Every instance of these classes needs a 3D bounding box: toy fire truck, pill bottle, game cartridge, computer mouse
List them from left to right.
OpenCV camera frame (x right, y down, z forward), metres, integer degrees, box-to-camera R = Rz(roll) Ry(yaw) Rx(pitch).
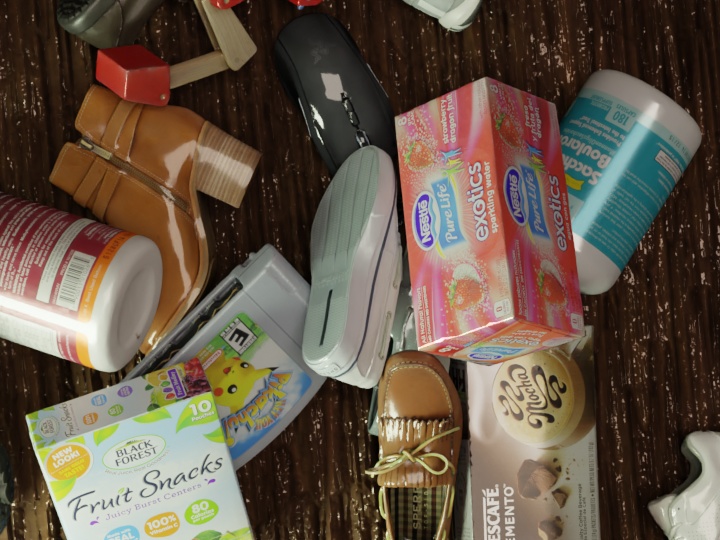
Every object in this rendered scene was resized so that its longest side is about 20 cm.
[{"bbox_3d":[-0.264,0.001,1.484,0.199,0.110,0.110,17,87,13],"label":"pill bottle"},{"bbox_3d":[-0.111,-0.211,1.535,0.199,0.049,0.142,-9,121,-37],"label":"toy fire truck"},{"bbox_3d":[-0.105,0.088,1.538,0.200,0.040,0.133,-45,131,-1],"label":"game cartridge"},{"bbox_3d":[0.019,-0.132,1.585,0.140,0.046,0.201,-21,93,-8],"label":"computer mouse"},{"bbox_3d":[0.190,-0.058,1.579,0.110,0.111,0.201,33,84,-7],"label":"pill bottle"}]

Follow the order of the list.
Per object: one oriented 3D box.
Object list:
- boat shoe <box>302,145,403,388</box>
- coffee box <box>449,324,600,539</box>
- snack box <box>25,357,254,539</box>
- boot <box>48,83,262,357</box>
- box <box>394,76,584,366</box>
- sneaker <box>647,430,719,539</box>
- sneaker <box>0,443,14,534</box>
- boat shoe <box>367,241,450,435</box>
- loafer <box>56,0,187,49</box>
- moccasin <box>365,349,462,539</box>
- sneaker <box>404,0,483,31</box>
[{"bbox_3d":[0.000,0.000,1.532,0.067,0.073,0.201,33,61,-39],"label":"boat shoe"},{"bbox_3d":[0.135,0.147,1.585,0.112,0.080,0.201,-1,90,-10],"label":"coffee box"},{"bbox_3d":[-0.168,0.178,1.500,0.141,0.053,0.201,-19,128,-10],"label":"snack box"},{"bbox_3d":[-0.185,-0.041,1.541,0.155,0.077,0.201,23,100,0],"label":"boot"},{"bbox_3d":[0.100,-0.037,1.500,0.094,0.102,0.201,14,64,-46],"label":"box"},{"bbox_3d":[0.288,0.231,1.620,0.099,0.078,0.201,12,79,-2],"label":"sneaker"},{"bbox_3d":[-0.332,0.127,1.487,0.085,0.077,0.201,-3,119,5],"label":"sneaker"},{"bbox_3d":[0.037,0.044,1.573,0.071,0.070,0.202,3,95,-10],"label":"boat shoe"},{"bbox_3d":[-0.162,-0.255,1.553,0.200,0.073,0.071,-47,126,-7],"label":"loafer"},{"bbox_3d":[0.042,0.157,1.533,0.073,0.078,0.202,7,119,3],"label":"moccasin"},{"bbox_3d":[0.075,-0.311,1.582,0.115,0.075,0.201,22,87,-6],"label":"sneaker"}]
